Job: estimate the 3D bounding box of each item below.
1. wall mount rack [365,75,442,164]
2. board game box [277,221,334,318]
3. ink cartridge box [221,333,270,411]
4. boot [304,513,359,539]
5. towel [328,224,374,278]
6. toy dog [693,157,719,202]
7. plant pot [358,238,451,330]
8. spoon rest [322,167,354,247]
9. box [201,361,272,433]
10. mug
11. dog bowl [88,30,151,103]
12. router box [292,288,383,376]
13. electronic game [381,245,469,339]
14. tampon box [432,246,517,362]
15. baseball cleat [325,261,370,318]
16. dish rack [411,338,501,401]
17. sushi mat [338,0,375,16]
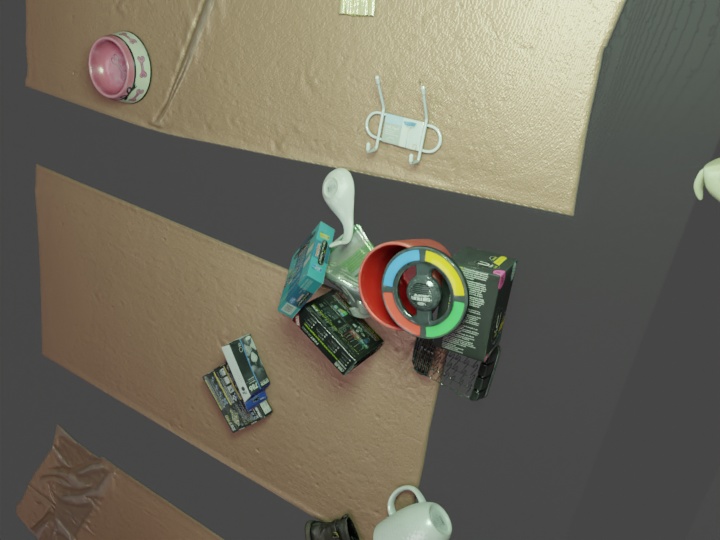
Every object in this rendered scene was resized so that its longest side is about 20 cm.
[{"bbox_3d":[0.088,-0.338,1.479,0.199,0.074,0.175,20,113,24],"label":"wall mount rack"},{"bbox_3d":[-0.133,-0.003,1.631,0.047,0.201,0.151,29,130,-17],"label":"board game box"},{"bbox_3d":[-0.321,0.292,1.893,0.039,0.099,0.202,-19,95,32],"label":"ink cartridge box"},{"bbox_3d":[-0.071,0.809,1.913,0.173,0.069,0.202,-15,94,34],"label":"boot"},{"bbox_3d":[0.000,0.000,1.663,0.149,0.031,0.201,-36,87,36],"label":"towel"},{"bbox_3d":[0.696,-0.116,1.147,0.193,0.139,0.201,-28,89,46],"label":"toy dog"},{"bbox_3d":[0.120,0.015,1.502,0.199,0.177,0.202,9,109,29],"label":"plant pot"},{"bbox_3d":[-0.051,-0.153,1.614,0.099,0.060,0.202,-14,74,39],"label":"spoon rest"},{"bbox_3d":[-0.371,0.372,1.977,0.161,0.049,0.201,-32,87,32],"label":"box"},{"bbox_3d":[0.136,0.664,1.717,0.175,0.147,0.201,-41,52,25],"label":"mug"},{"bbox_3d":[-0.693,-0.578,1.875,0.199,0.074,0.202,10,109,29],"label":"dog bowl"},{"bbox_3d":[-0.056,0.152,1.663,0.200,0.150,0.062,46,122,12],"label":"router box"},{"bbox_3d":[0.133,0.047,1.374,0.198,0.042,0.202,9,109,28],"label":"electronic game"},{"bbox_3d":[0.253,0.070,1.452,0.125,0.150,0.202,16,112,22],"label":"tampon box"},{"bbox_3d":[-0.029,0.055,1.640,0.199,0.070,0.107,28,119,21],"label":"baseball cleat"},{"bbox_3d":[0.222,0.213,1.575,0.199,0.054,0.155,23,114,25],"label":"dish rack"},{"bbox_3d":[-0.004,-0.676,1.471,0.095,0.012,0.202,13,110,26],"label":"sushi mat"}]
